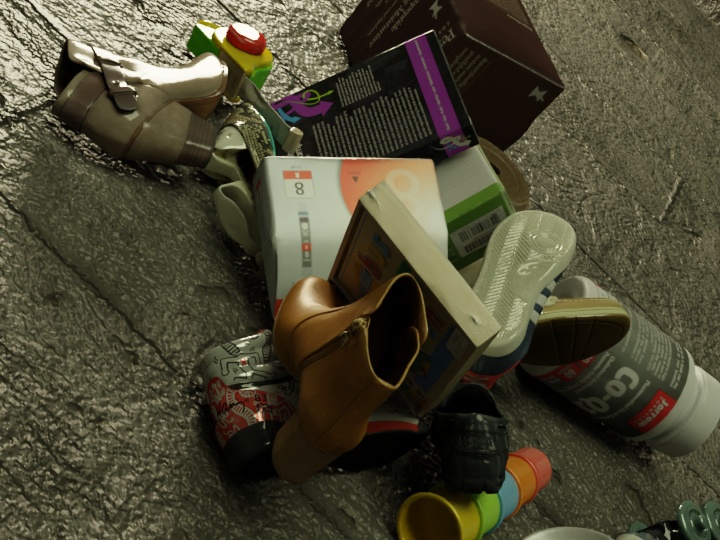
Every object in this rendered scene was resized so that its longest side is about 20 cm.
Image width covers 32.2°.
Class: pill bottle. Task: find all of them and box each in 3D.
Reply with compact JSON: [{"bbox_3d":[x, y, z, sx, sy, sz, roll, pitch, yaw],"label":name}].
[{"bbox_3d":[0.270,0.104,1.284,0.199,0.114,0.114,33,32,-17],"label":"pill bottle"}]

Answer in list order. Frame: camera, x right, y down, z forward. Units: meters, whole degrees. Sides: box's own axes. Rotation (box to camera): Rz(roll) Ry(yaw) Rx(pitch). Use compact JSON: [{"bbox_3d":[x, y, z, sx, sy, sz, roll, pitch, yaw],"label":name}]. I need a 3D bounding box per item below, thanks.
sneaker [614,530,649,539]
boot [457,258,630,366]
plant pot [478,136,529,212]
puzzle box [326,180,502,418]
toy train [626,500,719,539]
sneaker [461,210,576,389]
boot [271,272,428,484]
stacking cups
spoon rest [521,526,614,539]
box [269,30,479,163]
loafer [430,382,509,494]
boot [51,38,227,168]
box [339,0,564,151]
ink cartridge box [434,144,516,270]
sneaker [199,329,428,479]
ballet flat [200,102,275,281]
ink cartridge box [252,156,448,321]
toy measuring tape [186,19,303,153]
[{"bbox_3d":[0.255,0.325,1.059,0.082,0.070,0.200,-16,61,-37],"label":"sneaker"},{"bbox_3d":[0.147,0.017,1.201,0.198,0.072,0.155,-7,47,-2],"label":"boot"},{"bbox_3d":[0.115,-0.080,1.346,0.200,0.093,0.202,29,34,-22],"label":"plant pot"},{"bbox_3d":[0.031,0.028,0.926,0.025,0.200,0.133,-34,78,-19],"label":"puzzle box"},{"bbox_3d":[0.327,0.282,1.175,0.199,0.085,0.115,10,56,-46],"label":"toy train"},{"bbox_3d":[0.132,0.026,1.105,0.075,0.085,0.200,24,44,16],"label":"sneaker"},{"bbox_3d":[-0.003,0.043,0.881,0.070,0.144,0.202,27,38,-19],"label":"boot"},{"bbox_3d":[0.100,0.191,1.043,0.061,0.061,0.200,52,26,14],"label":"stacking cups"},{"bbox_3d":[0.158,0.267,0.986,0.099,0.061,0.200,1,30,17],"label":"spoon rest"},{"bbox_3d":[0.001,-0.136,1.187,0.036,0.199,0.144,59,12,-48],"label":"box"},{"bbox_3d":[0.093,0.127,1.030,0.068,0.071,0.201,4,6,2],"label":"loafer"},{"bbox_3d":[-0.197,-0.165,1.107,0.145,0.070,0.201,22,29,-19],"label":"boot"},{"bbox_3d":[0.103,-0.250,1.464,0.164,0.166,0.201,20,37,-36],"label":"box"},{"bbox_3d":[0.046,-0.089,1.207,0.076,0.147,0.201,56,8,-51],"label":"ink cartridge box"},{"bbox_3d":[-0.035,0.098,0.972,0.201,0.067,0.108,3,52,-45],"label":"sneaker"},{"bbox_3d":[-0.101,-0.075,1.112,0.075,0.068,0.201,1,54,-38],"label":"ballet flat"},{"bbox_3d":[0.000,0.000,1.053,0.161,0.050,0.201,-1,64,-22],"label":"ink cartridge box"},{"bbox_3d":[-0.100,-0.184,1.219,0.073,0.074,0.200,0,41,-50],"label":"toy measuring tape"}]
